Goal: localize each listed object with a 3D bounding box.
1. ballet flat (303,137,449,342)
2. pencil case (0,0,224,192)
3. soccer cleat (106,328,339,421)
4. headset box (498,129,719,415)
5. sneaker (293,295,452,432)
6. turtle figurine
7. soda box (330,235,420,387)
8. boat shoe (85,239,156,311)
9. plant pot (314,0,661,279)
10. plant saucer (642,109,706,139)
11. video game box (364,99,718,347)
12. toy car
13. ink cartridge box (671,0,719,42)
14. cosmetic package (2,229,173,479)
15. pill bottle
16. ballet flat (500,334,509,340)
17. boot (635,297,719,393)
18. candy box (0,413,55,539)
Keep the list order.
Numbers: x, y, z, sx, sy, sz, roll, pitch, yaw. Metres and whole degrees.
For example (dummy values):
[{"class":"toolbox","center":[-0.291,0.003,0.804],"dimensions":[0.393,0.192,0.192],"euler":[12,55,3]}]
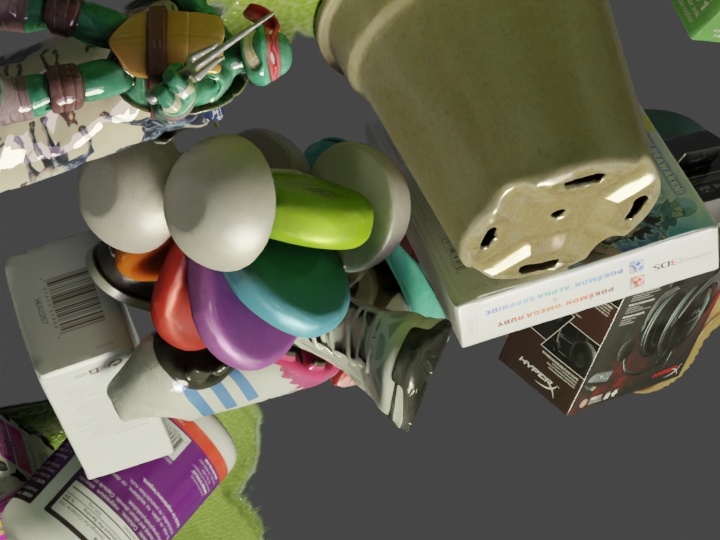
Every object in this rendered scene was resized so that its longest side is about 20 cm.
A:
[{"class":"ballet flat","center":[0.000,0.000,1.717],"dimensions":[0.067,0.071,0.200],"euler":[3,136,36]},{"class":"pencil case","center":[-0.183,-0.091,1.465],"dimensions":[0.199,0.078,0.090],"euler":[-21,117,-3]},{"class":"soccer cleat","center":[-0.094,0.063,1.698],"dimensions":[0.086,0.070,0.200],"euler":[-38,160,33]},{"class":"headset box","center":[0.203,-0.008,1.774],"dimensions":[0.148,0.077,0.201],"euler":[-14,136,-48]},{"class":"sneaker","center":[-0.007,0.049,1.610],"dimensions":[0.115,0.076,0.201],"euler":[23,176,0]},{"class":"turtle figurine","center":[-0.112,-0.128,1.372],"dimensions":[0.199,0.150,0.101],"euler":[-4,138,-2]},{"class":"soda box","center":[0.026,0.007,1.840],"dimensions":[0.063,0.070,0.200],"euler":[-9,151,-28]},{"class":"boat shoe","center":[-0.101,-0.016,1.703],"dimensions":[0.201,0.072,0.061],"euler":[-3,147,-47]},{"class":"plant pot","center":[0.093,-0.104,1.535],"dimensions":[0.199,0.184,0.201],"euler":[-17,154,-8]},{"class":"plant saucer","center":[0.188,-0.035,1.863],"dimensions":[0.199,0.036,0.201],"euler":[-15,139,-14]},{"class":"video game box","center":[0.118,-0.051,1.643],"dimensions":[0.181,0.200,0.047],"euler":[-18,134,-6]},{"class":"toy car","center":[-0.078,-0.014,1.565],"dimensions":[0.199,0.151,0.175],"euler":[11,-173,43]},{"class":"ink cartridge box","center":[0.303,-0.232,1.558],"dimensions":[0.144,0.084,0.200],"euler":[1,147,-39]},{"class":"cosmetic package","center":[-0.192,0.063,1.752],"dimensions":[0.074,0.102,0.200],"euler":[-17,153,-5]},{"class":"pill bottle","center":[-0.194,0.177,1.870],"dimensions":[0.200,0.112,0.113],"euler":[-49,162,-19]},{"class":"ballet flat","center":[0.102,0.007,1.782],"dimensions":[0.067,0.046,0.200],"euler":[-32,153,8]},{"class":"boot","center":[0.217,0.030,2.049],"dimensions":[0.199,0.066,0.175],"euler":[6,131,-46]},{"class":"candy box","center":[-0.325,0.160,1.887],"dimensions":[0.136,0.061,0.200],"euler":[-25,155,8]}]
